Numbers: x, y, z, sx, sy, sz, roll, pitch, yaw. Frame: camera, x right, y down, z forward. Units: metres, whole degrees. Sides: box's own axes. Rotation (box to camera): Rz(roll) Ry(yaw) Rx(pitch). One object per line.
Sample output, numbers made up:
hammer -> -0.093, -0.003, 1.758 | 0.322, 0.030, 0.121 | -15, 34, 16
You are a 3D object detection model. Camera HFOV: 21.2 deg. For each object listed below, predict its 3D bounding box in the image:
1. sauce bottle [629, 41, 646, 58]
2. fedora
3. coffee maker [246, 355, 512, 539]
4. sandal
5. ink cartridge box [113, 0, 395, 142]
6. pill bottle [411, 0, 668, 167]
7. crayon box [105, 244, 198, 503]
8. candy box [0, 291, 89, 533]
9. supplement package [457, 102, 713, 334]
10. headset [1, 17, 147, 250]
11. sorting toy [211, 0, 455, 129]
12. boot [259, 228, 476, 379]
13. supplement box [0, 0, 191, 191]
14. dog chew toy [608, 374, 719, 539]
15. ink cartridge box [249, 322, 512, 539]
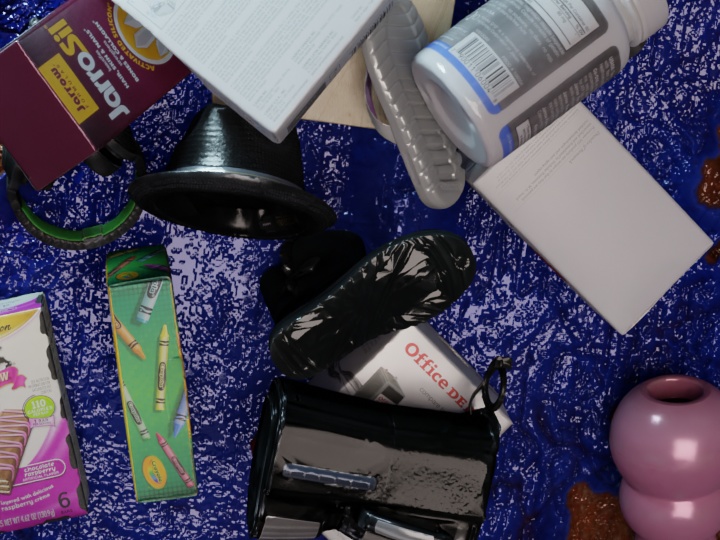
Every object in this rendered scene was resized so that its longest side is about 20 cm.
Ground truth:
sauce bottle -> 0.179, -0.254, 1.681 | 0.200, 0.066, 0.066 | 35, 97, -31
fedora -> -0.106, -0.090, 1.650 | 0.199, 0.201, 0.092 | 8, 78, -10
coffee maker -> 0.010, 0.154, 1.672 | 0.198, 0.135, 0.194 | 12, 78, -10
sandal -> 0.031, -0.146, 1.639 | 0.050, 0.082, 0.204 | -10, 102, 38
ink cartridge box -> -0.093, -0.228, 1.569 | 0.200, 0.047, 0.160 | 39, 85, 7
pill bottle -> 0.151, -0.187, 1.596 | 0.199, 0.114, 0.114 | -36, 106, -10
crayon box -> -0.186, 0.090, 1.704 | 0.058, 0.119, 0.202 | -8, 105, -6
candy box -> -0.329, 0.133, 1.723 | 0.135, 0.061, 0.202 | -12, 105, -5
supplement package -> 0.196, -0.062, 1.722 | 0.120, 0.121, 0.200 | -45, 105, 3
headset -> -0.258, -0.117, 1.679 | 0.123, 0.094, 0.201 | -14, 121, -4
sorting toy -> -0.022, -0.234, 1.674 | 0.197, 0.070, 0.202 | 7, 103, -10
boot -> 0.000, 0.000, 1.679 | 0.199, 0.168, 0.077 | -31, 113, 9
supplement box -> -0.222, -0.168, 1.586 | 0.085, 0.200, 0.111 | -26, 105, 38
dog chew toy -> 0.297, 0.202, 1.809 | 0.123, 0.125, 0.202 | -7, 113, -7
ink cartridge box -> 0.019, 0.149, 1.768 | 0.200, 0.083, 0.147 | -45, 105, 5
